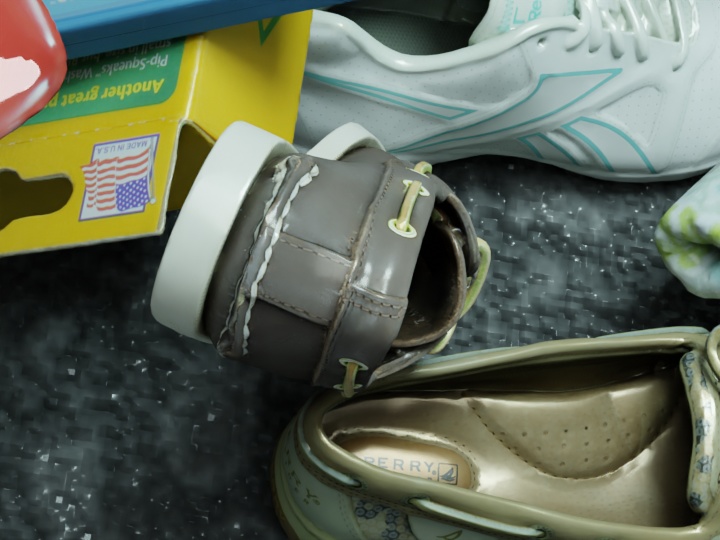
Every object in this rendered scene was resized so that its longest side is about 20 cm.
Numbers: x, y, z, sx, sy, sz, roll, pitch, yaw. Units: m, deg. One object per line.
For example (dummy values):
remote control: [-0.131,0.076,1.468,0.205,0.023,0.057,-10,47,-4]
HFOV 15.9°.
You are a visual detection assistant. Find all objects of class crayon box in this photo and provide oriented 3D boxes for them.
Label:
crayon box: [-0.075,-0.085,0.746,0.125,0.052,0.201,-7,63,33]

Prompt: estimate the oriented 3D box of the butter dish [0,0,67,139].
butter dish: [-0.196,-0.038,0.650,0.199,0.148,0.200,-32,65,-19]

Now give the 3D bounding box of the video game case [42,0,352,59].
video game case: [-0.070,-0.152,0.717,0.142,0.018,0.201,-10,64,12]

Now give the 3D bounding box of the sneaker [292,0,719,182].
sneaker: [0.060,-0.068,0.782,0.199,0.080,0.071,-7,68,-13]

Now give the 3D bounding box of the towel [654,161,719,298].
towel: [0.212,-0.021,0.742,0.199,0.048,0.171,23,43,36]

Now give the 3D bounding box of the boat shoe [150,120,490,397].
boat shoe: [0.000,0.000,0.687,0.059,0.200,0.072,23,92,10]

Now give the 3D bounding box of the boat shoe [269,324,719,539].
boat shoe: [0.075,0.054,0.744,0.198,0.063,0.074,-5,70,-11]
